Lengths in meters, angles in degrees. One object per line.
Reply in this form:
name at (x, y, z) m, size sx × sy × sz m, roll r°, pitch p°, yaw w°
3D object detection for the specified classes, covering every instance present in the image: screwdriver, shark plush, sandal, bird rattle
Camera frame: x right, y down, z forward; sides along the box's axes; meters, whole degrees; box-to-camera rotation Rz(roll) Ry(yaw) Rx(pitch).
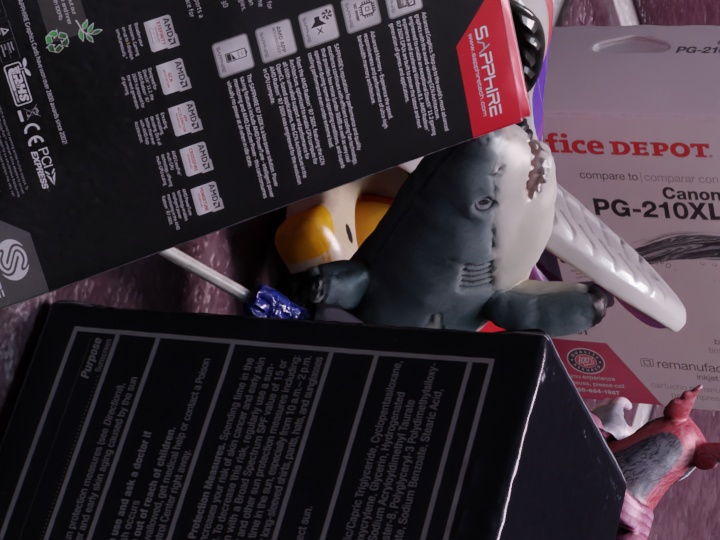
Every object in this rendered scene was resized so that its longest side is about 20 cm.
screwdriver at (-0.053, 0.003, 0.738) m, size 0.199 × 0.029 × 0.028 m, roll 30°, pitch 96°, yaw -27°
shark plush at (0.000, 0.000, 0.798) m, size 0.083 × 0.199 × 0.092 m, roll 9°, pitch 64°, yaw -49°
sandal at (0.061, -0.023, 0.924) m, size 0.202 × 0.050 × 0.083 m, roll 33°, pitch 17°, yaw -24°
bird rattle at (0.024, 0.015, 0.928) m, size 0.164 × 0.112 × 0.200 m, roll 64°, pitch 33°, yaw -17°

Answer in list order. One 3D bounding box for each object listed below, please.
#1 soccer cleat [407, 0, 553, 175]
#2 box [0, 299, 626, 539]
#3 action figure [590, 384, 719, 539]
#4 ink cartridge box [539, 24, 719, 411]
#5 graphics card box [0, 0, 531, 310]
soccer cleat at (0.058, -0.096, 0.956) m, size 0.200 × 0.067 × 0.074 m, roll 91°, pitch 9°, yaw -64°
box at (-0.031, 0.128, 0.712) m, size 0.123 × 0.197 × 0.202 m, roll 57°, pitch 44°, yaw -53°
action figure at (0.061, 0.110, 0.810) m, size 0.148 × 0.200 × 0.134 m, roll 22°, pitch 29°, yaw -40°
ink cartridge box at (0.159, -0.027, 1.130) m, size 0.085 × 0.143 × 0.201 m, roll -57°, pitch 140°, yaw -44°
graphics card box at (-0.051, -0.079, 0.677) m, size 0.051 × 0.198 × 0.126 m, roll -129°, pitch -160°, yaw -57°
